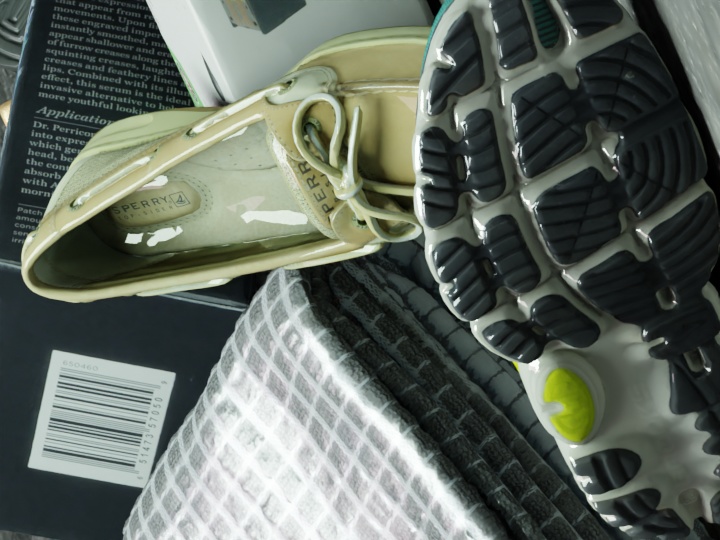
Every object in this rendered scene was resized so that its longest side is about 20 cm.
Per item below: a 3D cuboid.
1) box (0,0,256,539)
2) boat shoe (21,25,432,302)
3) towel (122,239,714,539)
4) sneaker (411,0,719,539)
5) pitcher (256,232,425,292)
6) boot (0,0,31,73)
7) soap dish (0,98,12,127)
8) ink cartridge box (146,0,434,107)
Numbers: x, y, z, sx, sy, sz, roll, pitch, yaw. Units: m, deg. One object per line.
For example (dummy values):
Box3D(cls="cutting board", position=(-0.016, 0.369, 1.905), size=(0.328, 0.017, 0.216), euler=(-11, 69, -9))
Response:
Box3D(cls="box", position=(-0.103, -0.008, 1.198), size=(0.200, 0.107, 0.149), euler=(-87, 10, -49))
Box3D(cls="boat shoe", position=(-0.030, -0.029, 0.977), size=(0.073, 0.200, 0.063), euler=(62, -140, -24))
Box3D(cls="towel", position=(0.014, 0.106, 1.038), size=(0.200, 0.085, 0.166), euler=(47, 127, 22))
Box3D(cls="sneaker", position=(0.057, -0.008, 0.791), size=(0.080, 0.077, 0.200), euler=(-110, -2, -48))
Box3D(cls="pitcher", position=(0.000, 0.000, 1.187), size=(0.200, 0.121, 0.172), euler=(-106, 5, -50))
Box3D(cls="boot", position=(-0.105, -0.155, 1.494), size=(0.066, 0.165, 0.200), euler=(40, -172, 25))
Box3D(cls="soap dish", position=(-0.064, -0.029, 1.428), size=(0.200, 0.157, 0.081), euler=(63, -169, -2))
Box3D(cls="ink cartridge box", position=(-0.045, -0.134, 1.054), size=(0.200, 0.084, 0.146), euler=(65, 173, -27))
